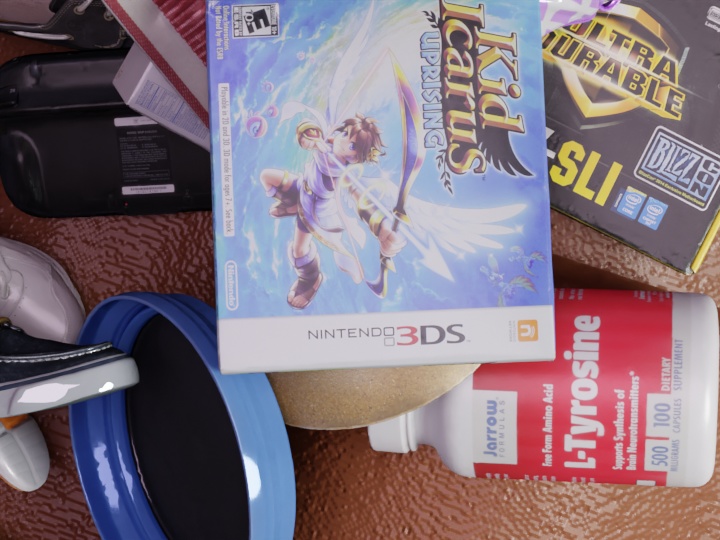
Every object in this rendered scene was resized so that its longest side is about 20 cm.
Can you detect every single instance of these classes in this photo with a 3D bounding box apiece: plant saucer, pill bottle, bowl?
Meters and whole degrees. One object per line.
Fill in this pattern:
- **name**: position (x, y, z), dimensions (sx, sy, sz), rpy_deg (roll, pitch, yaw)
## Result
- **plant saucer**: position (0.000, 0.000, 1.058), dimensions (0.198, 0.036, 0.201), rpy_deg (-14, 46, 14)
- **pill bottle**: position (0.107, 0.066, 1.064), dimensions (0.198, 0.112, 0.114), rpy_deg (1, 89, 9)
- **bowl**: position (-0.106, 0.109, 1.073), dimensions (0.200, 0.039, 0.203), rpy_deg (21, 117, 48)

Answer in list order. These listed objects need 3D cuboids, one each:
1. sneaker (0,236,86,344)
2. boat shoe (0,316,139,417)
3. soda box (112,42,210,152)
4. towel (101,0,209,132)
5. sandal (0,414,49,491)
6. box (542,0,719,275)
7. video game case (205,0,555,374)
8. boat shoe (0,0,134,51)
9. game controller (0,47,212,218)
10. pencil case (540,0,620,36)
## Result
- **sneaker**: position (-0.259, -0.004, 1.126), dimensions (0.199, 0.099, 0.078), rpy_deg (36, 94, 7)
- **boat shoe**: position (-0.229, 0.042, 1.056), dimensions (0.198, 0.071, 0.092), rpy_deg (-9, 88, 12)
- **soda box**: position (-0.066, -0.174, 1.052), dimensions (0.063, 0.068, 0.201), rpy_deg (28, 97, -21)
- **towel**: position (-0.047, -0.189, 1.003), dimensions (0.199, 0.023, 0.144), rpy_deg (-38, 106, 4)
- **sandal**: position (-0.276, 0.071, 1.143), dimensions (0.059, 0.079, 0.207), rpy_deg (-45, 78, 9)
- **box**: position (0.146, -0.111, 1.094), dimensions (0.199, 0.049, 0.161), rpy_deg (27, 95, 8)
- **video game case**: position (0.010, -0.048, 0.974), dimensions (0.179, 0.045, 0.202), rpy_deg (-3, 88, -1)
- **boat shoe**: position (-0.166, -0.169, 1.133), dimensions (0.198, 0.068, 0.073), rpy_deg (7, 90, 6)
- **game controller**: position (-0.134, -0.087, 1.138), dimensions (0.198, 0.042, 0.105), rpy_deg (-2, 112, 9)
- **pencil case**: position (0.045, -0.127, 1.044), dimensions (0.199, 0.084, 0.086), rpy_deg (-37, 92, 7)
